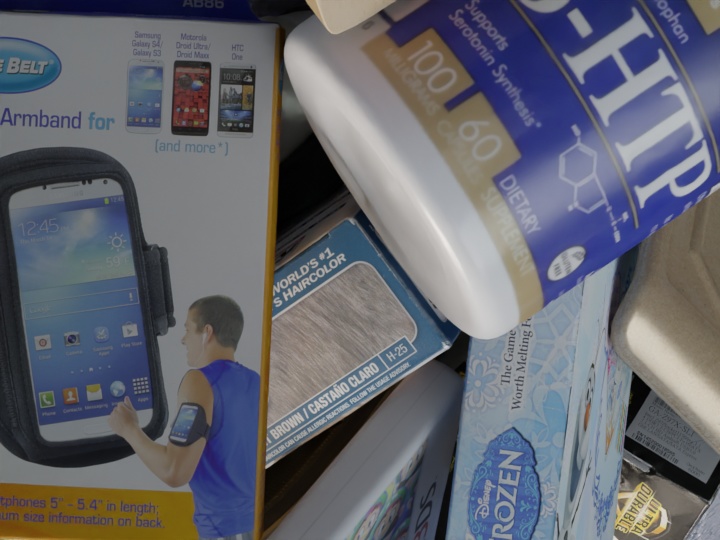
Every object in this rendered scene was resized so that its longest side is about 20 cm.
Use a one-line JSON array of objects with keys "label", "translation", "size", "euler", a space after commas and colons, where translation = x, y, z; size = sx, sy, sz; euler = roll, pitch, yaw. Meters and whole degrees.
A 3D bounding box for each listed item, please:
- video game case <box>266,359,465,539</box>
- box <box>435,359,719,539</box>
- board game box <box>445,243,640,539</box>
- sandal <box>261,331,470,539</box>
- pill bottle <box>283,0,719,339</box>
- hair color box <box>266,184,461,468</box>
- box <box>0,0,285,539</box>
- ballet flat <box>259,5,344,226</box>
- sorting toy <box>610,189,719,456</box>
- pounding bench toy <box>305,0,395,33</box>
[{"label": "video game case", "translation": [-0.032, 0.151, 1.027], "size": [0.200, 0.024, 0.182], "euler": [-48, 160, -35]}, {"label": "box", "translation": [0.065, 0.093, 1.272], "size": [0.049, 0.159, 0.200], "euler": [-57, 173, -35]}, {"label": "board game box", "translation": [0.073, 0.049, 1.079], "size": [0.200, 0.043, 0.200], "euler": [-1, 99, -78]}, {"label": "sandal", "translation": [0.006, 0.062, 1.115], "size": [0.080, 0.054, 0.200], "euler": [-21, -167, 47]}, {"label": "pill bottle", "translation": [0.087, -0.079, 0.924], "size": [0.200, 0.120, 0.120], "euler": [-35, 151, -7]}, {"label": "hair color box", "translation": [0.000, 0.000, 1.078], "size": [0.100, 0.061, 0.200], "euler": [-34, -174, 22]}, {"label": "box", "translation": [-0.088, -0.009, 0.961], "size": [0.119, 0.200, 0.041], "euler": [2, -175, 1]}, {"label": "ballet flat", "translation": [-0.049, -0.046, 1.069], "size": [0.200, 0.073, 0.073], "euler": [-39, 151, 9]}, {"label": "sorting toy", "translation": [0.171, -0.003, 1.139], "size": [0.036, 0.200, 0.185], "euler": [-15, 133, 41]}, {"label": "pounding bench toy", "translation": [0.007, -0.155, 0.880], "size": [0.124, 0.156, 0.200], "euler": [-33, 151, -7]}]
